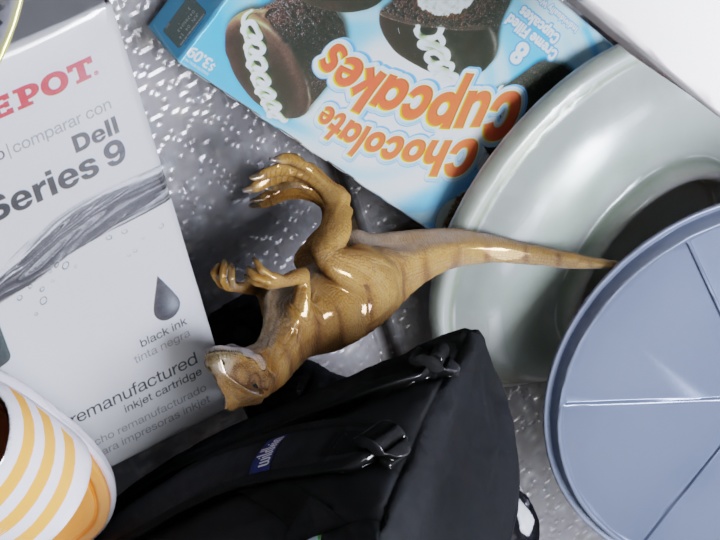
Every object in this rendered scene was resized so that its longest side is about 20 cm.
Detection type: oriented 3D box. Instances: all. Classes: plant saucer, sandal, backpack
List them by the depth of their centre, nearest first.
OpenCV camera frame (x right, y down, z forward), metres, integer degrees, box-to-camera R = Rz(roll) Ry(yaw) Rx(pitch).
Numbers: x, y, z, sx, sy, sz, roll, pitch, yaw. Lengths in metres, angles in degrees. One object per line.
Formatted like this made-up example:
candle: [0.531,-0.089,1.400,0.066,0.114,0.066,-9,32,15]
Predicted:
sandal: [-0.161,0.065,0.743,0.079,0.059,0.207,-42,132,2]
backpack: [-0.037,0.124,0.841,0.198,0.163,0.155,-11,114,22]
plant saucer: [0.122,-0.016,0.961,0.199,0.050,0.201,-28,142,-25]

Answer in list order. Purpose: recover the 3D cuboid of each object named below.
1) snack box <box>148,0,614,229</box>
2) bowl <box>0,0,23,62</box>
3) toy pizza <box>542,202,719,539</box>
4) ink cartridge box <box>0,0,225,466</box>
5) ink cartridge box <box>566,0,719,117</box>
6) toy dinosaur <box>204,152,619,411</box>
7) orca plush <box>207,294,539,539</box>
snack box: [0.018,-0.096,0.881,0.199,0.037,0.116,31,101,-42]
bowl: [-0.213,-0.117,0.667,0.199,0.094,0.203,-5,105,-20]
toy pizza: [0.178,0.050,0.938,0.198,0.032,0.202,-5,120,-8]
ink cartridge box: [-0.149,-0.010,0.798,0.145,0.084,0.201,-26,130,-15]
ink cartridge box: [0.088,-0.182,0.749,0.199,0.147,0.145,37,99,-18]
toy dinosaur: [0.000,0.000,0.867,0.199,0.107,0.060,-26,170,-33]
orca plush: [0.014,0.085,0.932,0.105,0.071,0.201,-35,114,1]
